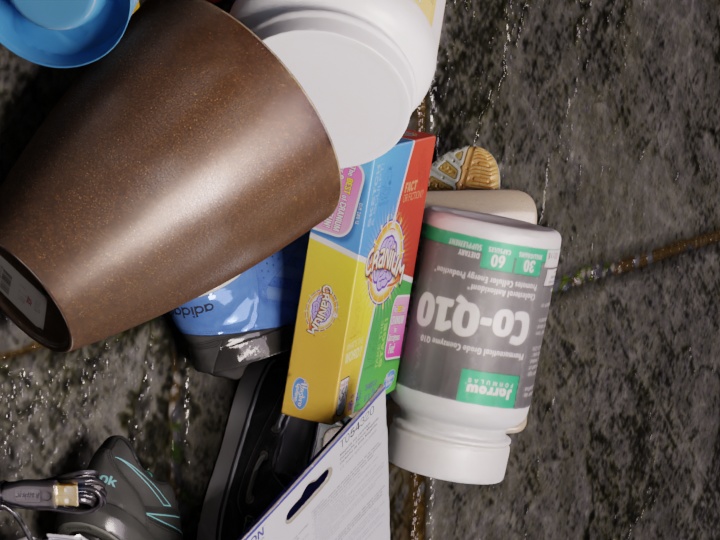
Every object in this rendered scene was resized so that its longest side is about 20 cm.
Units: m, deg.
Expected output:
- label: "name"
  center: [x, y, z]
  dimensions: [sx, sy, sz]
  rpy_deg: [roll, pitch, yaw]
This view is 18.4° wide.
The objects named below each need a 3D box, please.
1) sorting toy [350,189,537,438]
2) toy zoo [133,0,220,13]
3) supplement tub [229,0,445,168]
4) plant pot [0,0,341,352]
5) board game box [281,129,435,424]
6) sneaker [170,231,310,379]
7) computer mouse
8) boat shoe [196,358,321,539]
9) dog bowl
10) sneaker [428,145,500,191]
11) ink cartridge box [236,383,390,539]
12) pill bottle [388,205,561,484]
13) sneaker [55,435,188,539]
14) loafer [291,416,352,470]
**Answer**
- label: "sorting toy"
  center: [0.059, 0.037, 1.785]
  dimensions: [0.185, 0.036, 0.201]
  rpy_deg: [-2, 97, -24]
- label: "toy zoo"
  center: [-0.129, -0.243, 1.532]
  dimensions: [0.200, 0.020, 0.132]
  rpy_deg: [-30, 121, -51]
- label: "supplement tub"
  center: [-0.014, -0.182, 1.525]
  dimensions: [0.200, 0.145, 0.146]
  rpy_deg: [-79, 153, -43]
- label: "plant pot"
  center: [-0.147, -0.045, 1.423]
  dimensions: [0.200, 0.187, 0.187]
  rpy_deg: [-42, 132, -25]
- label: "board game box"
  center: [0.000, 0.000, 1.619]
  dimensions: [0.153, 0.040, 0.200]
  rpy_deg: [-23, 123, -70]
- label: "sneaker"
  center: [-0.062, 0.005, 1.629]
  dimensions: [0.200, 0.077, 0.111]
  rpy_deg: [-39, 121, -43]
- label: "computer mouse"
  center: [-0.202, 0.191, 1.451]
  dimensions: [0.200, 0.109, 0.044]
  rpy_deg: [77, 9, -47]
- label: "boat shoe"
  center: [-0.067, 0.164, 1.661]
  dimensions: [0.072, 0.068, 0.200]
  rpy_deg: [31, 69, -55]
- label: "dog bowl"
  center: [-0.191, -0.227, 1.363]
  dimensions: [0.050, 0.111, 0.200]
  rpy_deg: [-54, 139, -57]
- label: "sneaker"
  center: [0.077, -0.006, 1.868]
  dimensions: [0.088, 0.075, 0.200]
  rpy_deg: [8, 96, -69]
- label: "ink cartridge box"
  center: [-0.048, 0.201, 1.573]
  dimensions: [0.196, 0.043, 0.200]
  rpy_deg: [-45, 146, -37]
- label: "pill bottle"
  center: [0.084, 0.057, 1.721]
  dimensions: [0.113, 0.113, 0.200]
  rpy_deg: [0, 102, -57]
- label: "sneaker"
  center: [-0.141, 0.189, 1.545]
  dimensions: [0.200, 0.075, 0.079]
  rpy_deg: [60, 35, -52]
- label: "loafer"
  center: [-0.049, 0.205, 1.713]
  dimensions: [0.063, 0.072, 0.200]
  rpy_deg: [18, 74, -39]
